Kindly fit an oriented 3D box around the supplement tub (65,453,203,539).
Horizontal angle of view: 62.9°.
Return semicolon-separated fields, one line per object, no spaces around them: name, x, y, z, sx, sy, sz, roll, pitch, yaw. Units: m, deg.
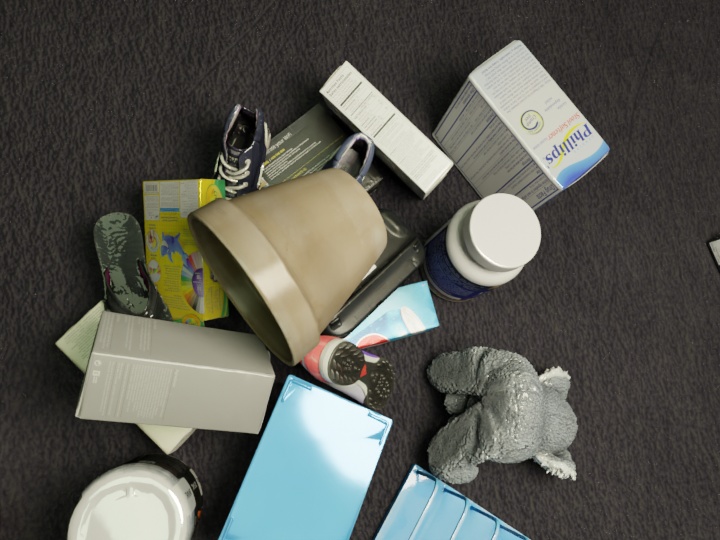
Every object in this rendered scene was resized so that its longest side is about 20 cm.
supplement tub;-0.245;0.276;0.669;0.121;0.200;0.124;2;78;-10

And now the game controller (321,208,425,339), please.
game controller;0.000;0.000;0.794;0.104;0.042;0.200;44;64;9

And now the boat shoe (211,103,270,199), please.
boat shoe;-0.170;-0.120;0.772;0.074;0.093;0.203;12;80;-2

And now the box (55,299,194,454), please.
box;-0.286;0.137;0.760;0.200;0.068;0.082;45;74;1

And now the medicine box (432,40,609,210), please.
medicine box;0.223;-0.189;0.861;0.103;0.182;0.201;-38;86;-15

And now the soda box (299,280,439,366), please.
soda box;0.004;0.075;0.827;0.198;0.064;0.069;-14;80;-12

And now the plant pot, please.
plant pot;-0.070;-0.025;0.673;0.173;0.200;0.201;-38;86;-20

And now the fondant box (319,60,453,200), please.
fondant box;0.039;-0.193;0.846;0.200;0.144;0.058;45;95;1

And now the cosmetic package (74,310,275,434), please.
cosmetic package;-0.207;0.118;0.678;0.198;0.107;0.091;15;105;-21

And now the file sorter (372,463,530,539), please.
file sorter;0.131;0.369;0.756;0.199;0.123;0.140;33;74;-1

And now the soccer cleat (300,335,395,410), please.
soccer cleat;-0.016;0.130;0.770;0.073;0.200;0.069;15;74;32

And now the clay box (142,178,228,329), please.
clay box;-0.226;-0.015;0.763;0.114;0.047;0.203;5;99;34

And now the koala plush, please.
koala plush;0.217;0.199;0.793;0.198;0.183;0.179;20;59;-27

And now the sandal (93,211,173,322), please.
sandal;-0.289;0.020;0.730;0.075;0.048;0.202;-19;80;-17

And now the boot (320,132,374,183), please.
boot;-0.048;-0.091;0.782;0.072;0.090;0.202;27;77;-8

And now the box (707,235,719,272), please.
box;0.699;-0.010;0.977;0.198;0.046;0.161;-19;82;-13

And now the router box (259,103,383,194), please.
router box;-0.088;-0.125;0.858;0.199;0.051;0.150;-40;87;-13

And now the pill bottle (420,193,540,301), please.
pill bottle;0.159;-0.028;0.806;0.114;0.200;0.117;2;78;-9

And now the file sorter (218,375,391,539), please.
file sorter;-0.070;0.256;0.737;0.137;0.123;0.202;24;74;-4
